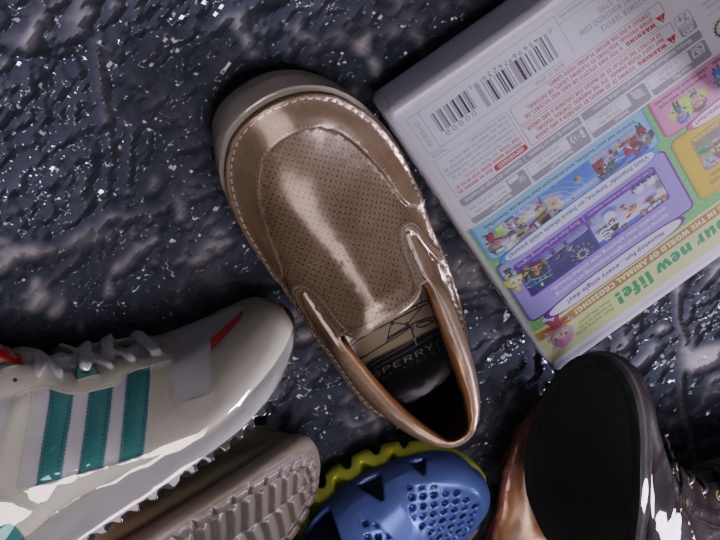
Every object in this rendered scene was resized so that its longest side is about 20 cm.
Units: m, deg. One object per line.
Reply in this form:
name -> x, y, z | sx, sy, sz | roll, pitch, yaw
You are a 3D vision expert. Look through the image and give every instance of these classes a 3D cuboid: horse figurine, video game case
horse figurine -> 0.074, 0.161, 1.249 | 0.133, 0.050, 0.200 | 28, 107, -43
video game case -> 0.127, -0.070, 1.118 | 0.200, 0.022, 0.182 | -36, 131, 0

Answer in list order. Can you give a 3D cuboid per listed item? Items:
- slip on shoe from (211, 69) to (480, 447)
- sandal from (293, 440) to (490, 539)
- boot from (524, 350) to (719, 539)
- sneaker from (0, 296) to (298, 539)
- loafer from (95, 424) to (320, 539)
slip on shoe -> 0.000, 0.000, 1.087 | 0.076, 0.061, 0.200 | -27, 131, -4
sandal -> -0.018, 0.160, 1.182 | 0.200, 0.087, 0.079 | -40, 129, 5
boot -> 0.164, 0.103, 1.224 | 0.174, 0.069, 0.200 | -27, 121, -38
sneaker -> -0.120, 0.055, 1.065 | 0.200, 0.070, 0.093 | -36, 106, -13
loafer -> -0.107, 0.121, 1.125 | 0.200, 0.068, 0.076 | -31, 144, -23
